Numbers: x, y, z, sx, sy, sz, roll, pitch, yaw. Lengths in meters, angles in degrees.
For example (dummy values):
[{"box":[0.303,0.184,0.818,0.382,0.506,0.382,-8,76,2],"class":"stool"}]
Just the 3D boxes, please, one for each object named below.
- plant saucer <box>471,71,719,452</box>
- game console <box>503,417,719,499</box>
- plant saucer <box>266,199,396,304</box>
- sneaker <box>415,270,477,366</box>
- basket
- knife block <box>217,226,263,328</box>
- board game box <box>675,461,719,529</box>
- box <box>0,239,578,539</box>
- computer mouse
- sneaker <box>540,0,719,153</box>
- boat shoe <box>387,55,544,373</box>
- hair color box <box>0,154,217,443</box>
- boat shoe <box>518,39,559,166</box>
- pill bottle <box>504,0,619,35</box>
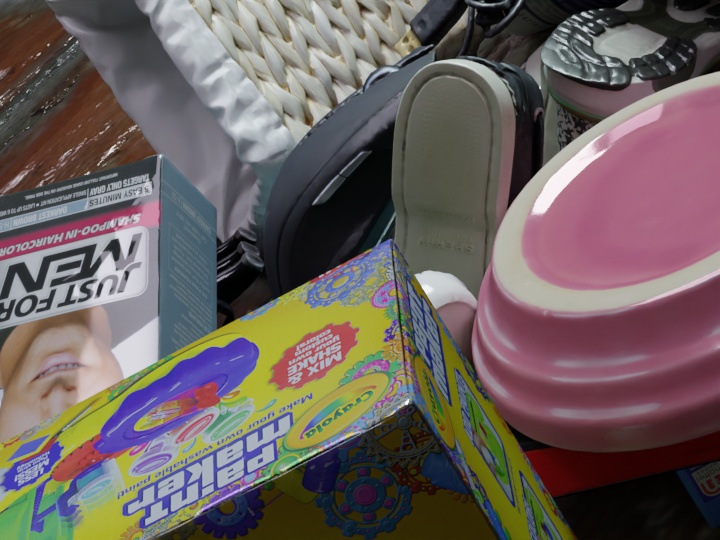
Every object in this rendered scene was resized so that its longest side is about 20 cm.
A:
[{"box":[0.128,-0.015,1.009,0.200,0.051,0.201,-24,27,13],"class":"plant saucer"},{"box":[0.139,0.010,1.044,0.176,0.031,0.200,-12,33,32],"class":"game console"},{"box":[0.000,0.000,1.241,0.201,0.036,0.200,-56,10,15],"class":"plant saucer"},{"box":[0.012,0.100,1.049,0.099,0.078,0.201,20,84,43],"class":"sneaker"},{"box":[-0.050,-0.138,1.373,0.160,0.200,0.198,-33,-8,-13],"class":"basket"},{"box":[-0.144,0.040,1.342,0.199,0.064,0.176,-2,50,49],"class":"knife block"},{"box":[0.184,0.005,1.078,0.152,0.045,0.200,-29,26,11],"class":"board game box"},{"box":[-0.026,0.133,0.916,0.199,0.193,0.122,-27,25,11],"class":"box"},{"box":[0.005,-0.077,1.205,0.200,0.046,0.141,-56,12,19],"class":"computer mouse"},{"box":[0.143,-0.084,1.251,0.077,0.089,0.200,30,32,29],"class":"sneaker"},{"box":[0.042,0.003,1.127,0.074,0.201,0.066,13,19,29],"class":"boat shoe"},{"box":[-0.122,0.055,1.212,0.098,0.061,0.201,-13,60,20],"class":"hair color box"},{"box":[0.079,-0.031,1.246,0.059,0.072,0.201,-41,23,35],"class":"boat shoe"},{"box":[0.152,-0.215,1.433,0.199,0.120,0.120,-18,28,28],"class":"pill bottle"}]
